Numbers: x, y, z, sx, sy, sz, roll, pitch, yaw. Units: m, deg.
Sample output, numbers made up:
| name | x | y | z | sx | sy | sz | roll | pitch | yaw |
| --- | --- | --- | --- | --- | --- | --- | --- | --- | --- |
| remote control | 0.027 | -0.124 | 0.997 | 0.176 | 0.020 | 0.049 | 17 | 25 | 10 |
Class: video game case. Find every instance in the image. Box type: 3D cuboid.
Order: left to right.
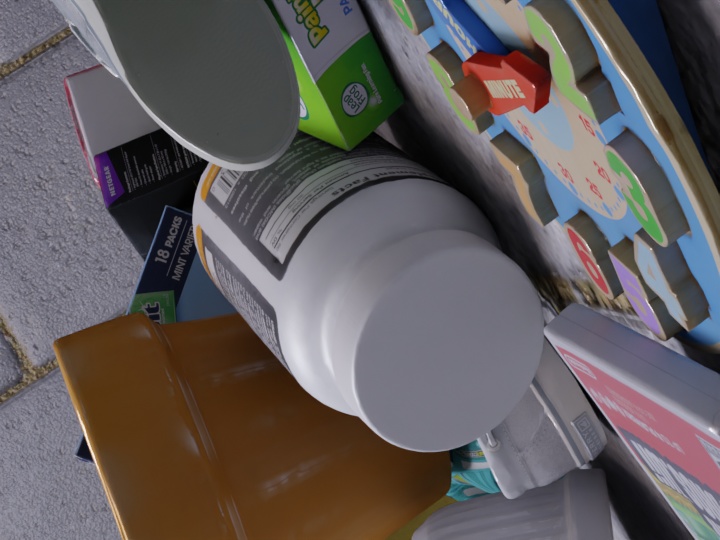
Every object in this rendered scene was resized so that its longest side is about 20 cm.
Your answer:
| name | x | y | z | sx | sy | sz | roll | pitch | yaw |
| --- | --- | --- | --- | --- | --- | --- | --- | --- | --- |
| video game case | 0.140 | 0.102 | 0.491 | 0.201 | 0.017 | 0.143 | 52 | 176 | -14 |

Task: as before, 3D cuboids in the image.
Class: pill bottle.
| name | x | y | z | sx | sy | sz | roll | pitch | yaw |
| --- | --- | --- | --- | --- | --- | --- | --- | --- | --- |
| pill bottle | 0.000 | 0.000 | 0.744 | 0.117 | 0.116 | 0.200 | 60 | 170 | -31 |

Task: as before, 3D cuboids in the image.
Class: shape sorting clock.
| name | x | y | z | sx | sy | sz | roll | pitch | yaw |
| --- | --- | --- | --- | --- | --- | --- | --- | --- | --- |
| shape sorting clock | 0.044 | -0.058 | 0.447 | 0.201 | 0.039 | 0.200 | 58 | 175 | 8 |

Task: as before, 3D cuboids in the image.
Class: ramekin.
| name | x | y | z | sx | sy | sz | roll | pitch | yaw |
| --- | --- | --- | --- | --- | --- | --- | --- | --- | --- |
| ramekin | 0.087 | 0.207 | 0.799 | 0.200 | 0.104 | 0.203 | -7 | -90 | -83 |

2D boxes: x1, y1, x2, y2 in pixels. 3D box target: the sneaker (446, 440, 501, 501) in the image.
| name | x | y | z | sx | sy | sz | roll | pitch | yaw |
| --- | --- | --- | --- | --- | --- | --- | --- | --- | --- |
| sneaker | 0.083 | 0.115 | 0.929 | 0.080 | 0.077 | 0.200 | 46 | 172 | 17 |

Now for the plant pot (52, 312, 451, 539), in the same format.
| name | x | y | z | sx | sy | sz | roll | pitch | yaw |
| --- | --- | --- | --- | --- | --- | --- | --- | --- | --- |
| plant pot | -0.054 | 0.103 | 0.880 | 0.200 | 0.181 | 0.202 | 160 | 90 | -78 |

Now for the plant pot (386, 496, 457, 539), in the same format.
| name | x | y | z | sx | sy | sz | roll | pitch | yaw |
| --- | --- | --- | --- | --- | --- | --- | --- | --- | --- |
| plant pot | 0.014 | 0.148 | 1.177 | 0.201 | 0.194 | 0.195 | 51 | 177 | -17 |

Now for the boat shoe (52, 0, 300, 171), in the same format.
| name | x | y | z | sx | sy | sz | roll | pitch | yaw |
| --- | --- | --- | --- | --- | --- | --- | --- | --- | --- |
| boat shoe | -0.096 | -0.122 | 0.700 | 0.201 | 0.070 | 0.072 | 49 | 174 | 10 |

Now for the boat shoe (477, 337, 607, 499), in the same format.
| name | x | y | z | sx | sy | sz | roll | pitch | yaw |
| --- | --- | --- | --- | --- | --- | --- | --- | --- | --- |
| boat shoe | 0.053 | 0.045 | 0.798 | 0.200 | 0.068 | 0.072 | 53 | 174 | 47 |

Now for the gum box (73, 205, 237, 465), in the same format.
| name | x | y | z | sx | sy | sz | roll | pitch | yaw |
| --- | --- | --- | --- | --- | --- | --- | --- | --- | --- |
| gum box | -0.062 | 0.073 | 1.004 | 0.198 | 0.172 | 0.045 | 20 | 169 | -3 |

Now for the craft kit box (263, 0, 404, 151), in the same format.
| name | x | y | z | sx | sy | sz | roll | pitch | yaw |
| --- | --- | --- | --- | --- | --- | --- | --- | --- | --- |
| craft kit box | -0.086 | -0.167 | 0.744 | 0.199 | 0.049 | 0.198 | 28 | 156 | 48 |

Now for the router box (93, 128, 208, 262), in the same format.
| name | x | y | z | sx | sy | sz | roll | pitch | yaw |
| --- | --- | --- | --- | --- | --- | --- | --- | --- | --- |
| router box | -0.083 | -0.038 | 1.104 | 0.201 | 0.148 | 0.051 | 65 | -176 | -58 |

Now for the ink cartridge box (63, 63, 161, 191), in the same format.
| name | x | y | z | sx | sy | sz | roll | pitch | yaw |
| --- | --- | --- | --- | --- | --- | --- | --- | --- | --- |
| ink cartridge box | -0.132 | -0.108 | 1.170 | 0.200 | 0.144 | 0.086 | 99 | 151 | -81 |
